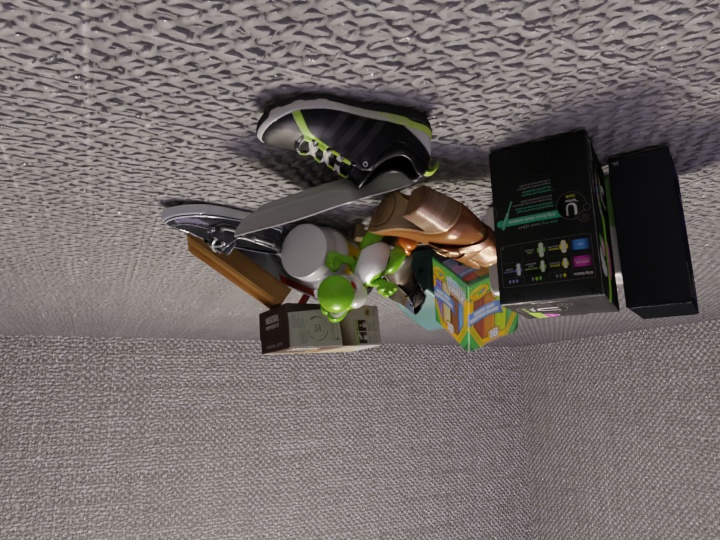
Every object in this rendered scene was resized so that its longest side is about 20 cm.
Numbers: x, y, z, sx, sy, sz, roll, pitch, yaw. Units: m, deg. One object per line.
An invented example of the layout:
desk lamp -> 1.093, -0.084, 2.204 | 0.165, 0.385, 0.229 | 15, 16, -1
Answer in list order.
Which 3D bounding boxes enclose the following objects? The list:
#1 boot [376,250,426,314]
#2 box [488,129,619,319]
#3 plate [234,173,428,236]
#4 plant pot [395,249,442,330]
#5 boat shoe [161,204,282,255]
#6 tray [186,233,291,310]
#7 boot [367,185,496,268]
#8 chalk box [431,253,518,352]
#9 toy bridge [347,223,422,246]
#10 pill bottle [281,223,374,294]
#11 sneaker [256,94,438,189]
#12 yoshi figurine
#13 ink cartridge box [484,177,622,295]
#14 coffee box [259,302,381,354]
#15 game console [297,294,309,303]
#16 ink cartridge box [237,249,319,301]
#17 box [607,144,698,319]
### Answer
boot -> 0.094, 0.019, 1.032 | 0.097, 0.075, 0.200 | 39, 161, 9
box -> 0.250, -0.048, 0.704 | 0.123, 0.202, 0.148 | -9, 165, 30
plate -> -0.038, -0.096, 0.712 | 0.199, 0.033, 0.199 | -12, -170, 35
plant pot -> 0.159, 0.036, 1.202 | 0.140, 0.143, 0.199 | -11, 156, 35
boat shoe -> -0.223, -0.061, 0.895 | 0.198, 0.069, 0.072 | 7, 164, -33
tray -> -0.222, -0.001, 0.989 | 0.199, 0.037, 0.099 | 37, 160, -5
boot -> 0.105, -0.053, 0.790 | 0.154, 0.074, 0.200 | 29, 173, -21
chalk box -> 0.219, 0.025, 1.039 | 0.124, 0.202, 0.124 | -20, -145, -18
toy bridge -> 0.074, -0.063, 1.003 | 0.198, 0.028, 0.067 | 1, 168, -13
pill bottle -> -0.051, -0.015, 1.007 | 0.113, 0.116, 0.200 | -8, 166, 27
sneaker -> -0.012, -0.131, 0.582 | 0.198, 0.084, 0.072 | 0, 166, -7
yoshi figurine -> 0.000, 0.002, 0.896 | 0.112, 0.200, 0.112 | 35, -173, -34
ink cartridge box -> 0.306, -0.043, 0.854 | 0.199, 0.147, 0.084 | -12, 165, 39
coffee box -> -0.075, 0.111, 1.023 | 0.199, 0.081, 0.114 | 4, 163, -37
game console -> -0.079, 0.059, 1.311 | 0.171, 0.120, 0.200 | 3, 167, -15
ink cartridge box -> -0.134, 0.007, 1.056 | 0.199, 0.048, 0.160 | 24, 176, 22
box -> 0.396, -0.044, 0.735 | 0.078, 0.202, 0.141 | -10, 165, 36
